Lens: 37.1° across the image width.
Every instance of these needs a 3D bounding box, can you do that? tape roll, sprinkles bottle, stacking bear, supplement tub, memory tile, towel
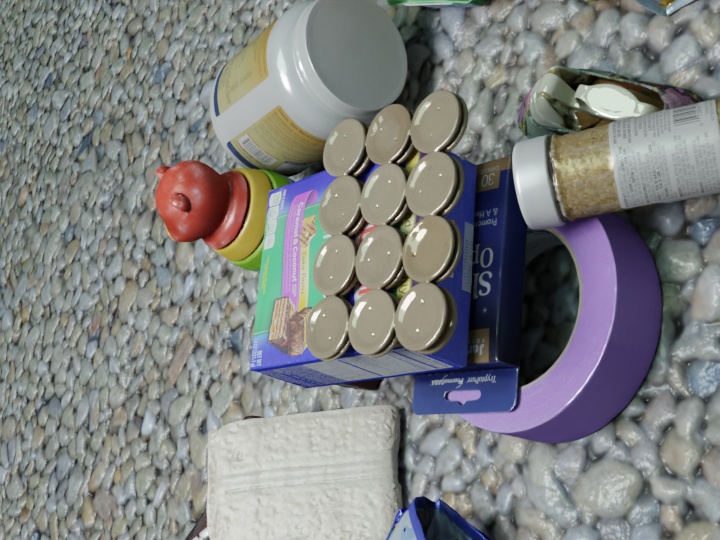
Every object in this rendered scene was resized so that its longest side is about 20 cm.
[{"bbox_3d":[0.145,0.036,0.879,0.199,0.065,0.204,-19,64,44],"label":"tape roll"},{"bbox_3d":[0.213,-0.080,0.780,0.197,0.068,0.069,-11,67,21],"label":"sprinkles bottle"},{"bbox_3d":[-0.124,-0.055,1.118,0.114,0.198,0.122,-51,44,24],"label":"stacking bear"},{"bbox_3d":[-0.055,-0.190,1.110,0.199,0.143,0.147,-21,61,54],"label":"supplement tub"},{"bbox_3d":[0.020,-0.032,0.821,0.152,0.017,0.203,-11,67,45],"label":"memory tile"},{"bbox_3d":[-0.054,0.203,1.018,0.197,0.034,0.135,-8,70,16],"label":"towel"}]

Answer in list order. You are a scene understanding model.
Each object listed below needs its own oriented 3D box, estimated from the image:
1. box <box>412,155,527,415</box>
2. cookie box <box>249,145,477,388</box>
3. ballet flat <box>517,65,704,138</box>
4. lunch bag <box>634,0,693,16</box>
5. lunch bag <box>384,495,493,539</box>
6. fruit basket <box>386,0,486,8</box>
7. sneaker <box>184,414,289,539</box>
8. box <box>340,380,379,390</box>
[{"bbox_3d":[0.082,0.015,0.885,0.120,0.032,0.204,-11,70,48],"label":"box"},{"bbox_3d":[0.000,0.000,0.902,0.198,0.075,0.174,-14,65,46],"label":"cookie box"},{"bbox_3d":[0.190,-0.136,0.880,0.199,0.071,0.070,20,91,51],"label":"ballet flat"},{"bbox_3d":[0.205,-0.321,0.827,0.126,0.198,0.172,-23,61,42],"label":"lunch bag"},{"bbox_3d":[0.064,0.303,0.836,0.200,0.123,0.172,44,111,39],"label":"lunch bag"},{"bbox_3d":[0.036,-0.291,1.019,0.184,0.198,0.095,14,115,49],"label":"fruit basket"},{"bbox_3d":[-0.122,0.227,1.129,0.199,0.075,0.116,-41,44,19],"label":"sneaker"},{"bbox_3d":[0.013,0.003,1.039,0.100,0.074,0.202,47,114,47],"label":"box"}]
